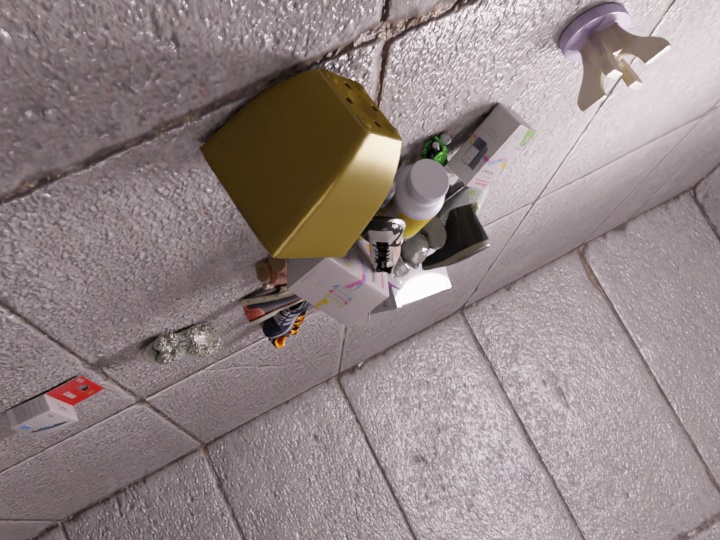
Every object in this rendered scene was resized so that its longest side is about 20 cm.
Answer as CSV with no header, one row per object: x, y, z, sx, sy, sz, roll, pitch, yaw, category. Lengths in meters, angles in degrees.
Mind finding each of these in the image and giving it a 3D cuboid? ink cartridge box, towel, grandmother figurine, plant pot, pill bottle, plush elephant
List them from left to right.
-0.676,0.309,1.817,0.174,0.045,0.200,-26,166,-9,ink cartridge box
-0.161,0.010,1.760,0.119,0.062,0.200,-23,166,16,grandmother figurine
-0.059,-0.156,1.108,0.200,0.197,0.193,-43,161,23,plant pot
-0.037,0.006,1.643,0.199,0.130,0.125,33,125,-31,ink cartridge box
0.099,-0.069,1.781,0.162,0.157,0.200,-27,167,-6,plush elephant
0.100,-0.140,1.591,0.110,0.114,0.200,-22,171,-24,pill bottle
0.213,-0.126,1.901,0.199,0.048,0.172,-37,-168,27,towel
0.250,-0.229,1.620,0.200,0.068,0.116,-49,160,21,ink cartridge box

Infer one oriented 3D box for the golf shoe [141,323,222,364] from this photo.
-0.410,0.171,1.845,0.096,0.080,0.198,-17,171,40,golf shoe

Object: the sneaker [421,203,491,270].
0.202,-0.072,1.804,0.074,0.108,0.199,-11,170,-44,sneaker

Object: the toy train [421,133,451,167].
0.150,-0.216,1.615,0.056,0.042,0.200,-36,168,-12,toy train

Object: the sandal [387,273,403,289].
-0.001,-0.001,1.768,0.051,0.200,0.082,-62,170,-6,sandal

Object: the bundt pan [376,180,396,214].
-0.017,-0.135,1.492,0.199,0.077,0.202,-27,167,-7,bundt pan

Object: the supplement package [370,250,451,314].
0.105,0.002,2.007,0.198,0.159,0.110,-17,-179,-40,supplement package

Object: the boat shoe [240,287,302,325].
-0.181,0.058,1.875,0.197,0.064,0.071,-26,-176,-13,boat shoe

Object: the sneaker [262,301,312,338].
-0.185,0.097,1.986,0.199,0.071,0.108,-40,169,16,sneaker

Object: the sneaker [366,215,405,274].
0.049,-0.049,1.549,0.072,0.082,0.200,7,165,10,sneaker

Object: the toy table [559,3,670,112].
0.445,-0.385,1.440,0.198,0.119,0.184,-13,160,-45,toy table

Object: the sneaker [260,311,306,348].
-0.182,0.131,2.105,0.077,0.078,0.200,-12,157,-45,sneaker
